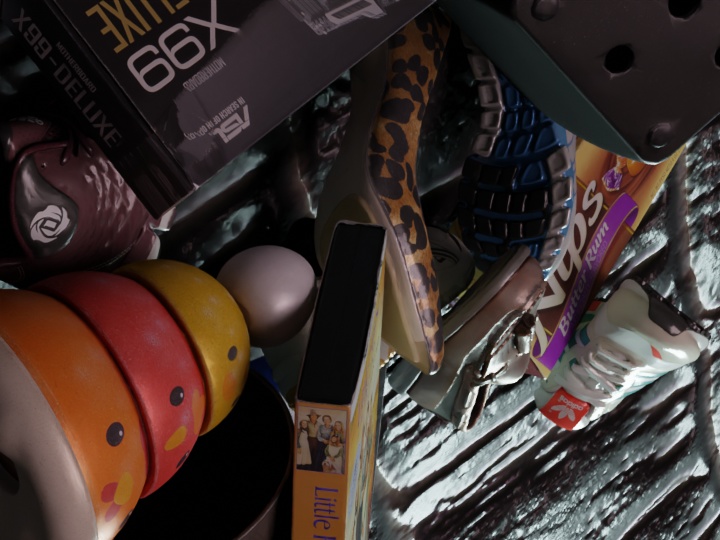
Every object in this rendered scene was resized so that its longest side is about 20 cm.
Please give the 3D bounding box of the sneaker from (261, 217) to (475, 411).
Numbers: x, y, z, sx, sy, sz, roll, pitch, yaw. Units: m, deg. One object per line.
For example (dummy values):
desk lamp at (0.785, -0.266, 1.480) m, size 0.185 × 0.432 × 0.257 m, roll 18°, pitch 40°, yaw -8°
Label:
sneaker at (0.000, 0.000, 1.267) m, size 0.088 × 0.075 × 0.200 m, roll 58°, pitch 30°, yaw -6°

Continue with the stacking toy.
stacking toy at (-0.101, 0.040, 1.046) m, size 0.199 × 0.146 × 0.147 m, roll -31°, pitch 133°, yaw -28°

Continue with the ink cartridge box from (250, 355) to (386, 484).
ink cartridge box at (-0.037, 0.142, 1.322) m, size 0.094 × 0.044 × 0.201 m, roll -20°, pitch 125°, yaw -45°

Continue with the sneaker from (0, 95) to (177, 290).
sneaker at (-0.123, -0.075, 1.058) m, size 0.115 × 0.075 × 0.201 m, roll 20°, pitch 93°, yaw -53°

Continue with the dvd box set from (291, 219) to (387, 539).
dvd box set at (-0.012, 0.098, 1.121) m, size 0.147 × 0.029 × 0.201 m, roll -79°, pitch 173°, yaw -54°

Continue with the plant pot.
plant pot at (0.134, -0.175, 1.154) m, size 0.200 × 0.178 × 0.199 m, roll -42°, pitch 125°, yaw 8°

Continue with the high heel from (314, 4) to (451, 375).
high heel at (0.033, -0.053, 1.215) m, size 0.142 × 0.071 × 0.201 m, roll -24°, pitch 88°, yaw -40°

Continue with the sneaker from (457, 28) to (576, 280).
sneaker at (0.106, -0.089, 1.345) m, size 0.087 × 0.074 × 0.202 m, roll -14°, pitch 106°, yaw -64°

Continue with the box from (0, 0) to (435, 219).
box at (-0.067, -0.143, 1.036) m, size 0.200 × 0.050 × 0.158 m, roll -40°, pitch 95°, yaw -34°

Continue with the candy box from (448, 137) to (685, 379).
candy box at (0.129, -0.045, 1.435) m, size 0.201 × 0.056 × 0.117 m, roll -58°, pitch 145°, yaw -15°

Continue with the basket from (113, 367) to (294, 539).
basket at (-0.100, 0.149, 1.156) m, size 0.200 × 0.179 × 0.137 m, roll 71°, pitch 13°, yaw -54°

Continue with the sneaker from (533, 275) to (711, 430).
sneaker at (0.163, 0.065, 1.467) m, size 0.094 × 0.070 × 0.200 m, roll -53°, pitch -177°, yaw -10°

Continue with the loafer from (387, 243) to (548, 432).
loafer at (0.075, 0.043, 1.313) m, size 0.072 × 0.063 × 0.200 m, roll -46°, pitch 179°, yaw -24°
